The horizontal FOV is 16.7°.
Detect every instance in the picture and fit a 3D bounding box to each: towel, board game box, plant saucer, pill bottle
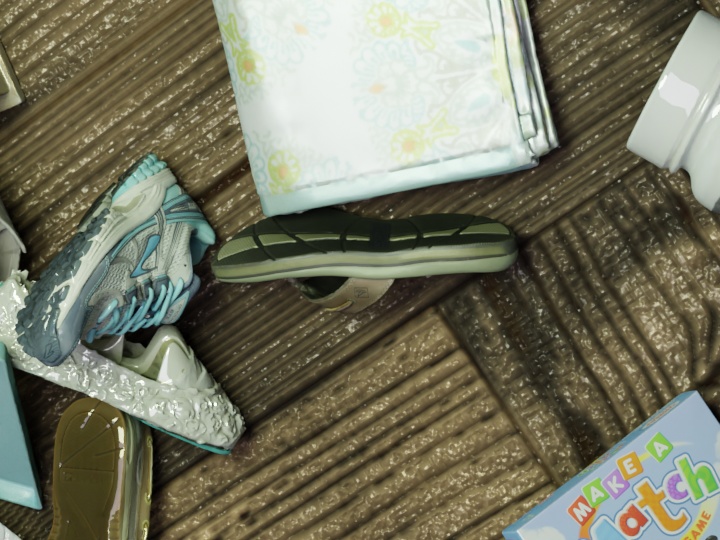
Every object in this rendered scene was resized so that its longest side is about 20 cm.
[{"bbox_3d":[0.014,-0.133,1.545,0.199,0.048,0.172,-10,95,15],"label":"towel"},{"bbox_3d":[0.205,0.201,1.535,0.151,0.037,0.200,-36,91,-15],"label":"board game box"},{"bbox_3d":[-0.248,0.095,1.597,0.069,0.019,0.200,15,147,10],"label":"plant saucer"},{"bbox_3d":[0.268,-0.068,1.463,0.199,0.113,0.114,29,106,6],"label":"pill bottle"}]

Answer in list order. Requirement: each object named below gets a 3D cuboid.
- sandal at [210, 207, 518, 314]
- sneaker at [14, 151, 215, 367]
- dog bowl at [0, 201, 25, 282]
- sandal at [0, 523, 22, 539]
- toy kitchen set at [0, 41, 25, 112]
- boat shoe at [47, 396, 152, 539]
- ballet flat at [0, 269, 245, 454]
[{"bbox_3d":[0.001,0.000,1.559,0.200,0.080,0.058,1,115,12],"label":"sandal"},{"bbox_3d":[-0.143,0.003,1.532,0.086,0.200,0.078,42,127,-9],"label":"sneaker"},{"bbox_3d":[-0.312,-0.002,1.577,0.199,0.059,0.201,-9,137,-9],"label":"dog bowl"},{"bbox_3d":[-0.232,0.231,1.663,0.206,0.059,0.079,39,76,-16],"label":"sandal"},{"bbox_3d":[-0.350,-0.159,1.560,0.180,0.163,0.201,-21,95,16],"label":"toy kitchen set"},{"bbox_3d":[-0.170,0.185,1.621,0.074,0.066,0.201,11,92,25],"label":"boat shoe"},{"bbox_3d":[-0.153,0.057,1.578,0.199,0.072,0.072,23,107,-19],"label":"ballet flat"}]
